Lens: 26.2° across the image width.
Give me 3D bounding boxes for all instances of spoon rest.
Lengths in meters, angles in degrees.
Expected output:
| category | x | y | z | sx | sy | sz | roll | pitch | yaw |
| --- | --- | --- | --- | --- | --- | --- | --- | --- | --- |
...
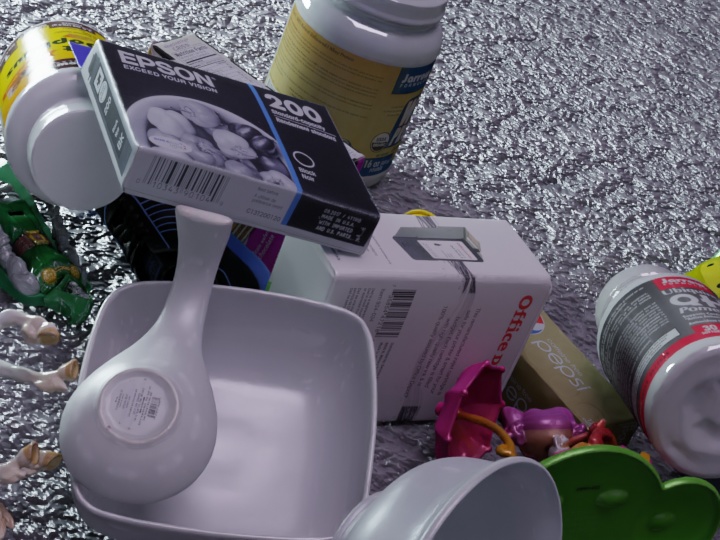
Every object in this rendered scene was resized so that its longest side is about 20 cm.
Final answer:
| category | x | y | z | sx | sy | sz | roll | pitch | yaw |
| --- | --- | --- | --- | --- | --- | --- | --- | --- | --- |
| spoon rest | -0.127 | 0.058 | 1.001 | 0.098 | 0.061 | 0.201 | 15 | 61 | 3 |

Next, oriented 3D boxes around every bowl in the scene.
| category | x | y | z | sx | sy | sz | roll | pitch | yaw |
| --- | --- | --- | --- | --- | --- | --- | --- | --- | --- |
| bowl | -0.092 | 0.108 | 1.041 | 0.198 | 0.075 | 0.201 | 8 | 50 | -6 |
| bowl | 0.036 | 0.197 | 0.959 | 0.090 | 0.203 | 0.200 | 19 | 25 | 35 |

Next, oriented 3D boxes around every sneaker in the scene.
| category | x | y | z | sx | sy | sz | roll | pitch | yaw |
| --- | --- | --- | --- | --- | --- | --- | --- | --- | --- |
| sneaker | -0.161 | -0.026 | 1.238 | 0.199 | 0.071 | 0.078 | 37 | 29 | 19 |

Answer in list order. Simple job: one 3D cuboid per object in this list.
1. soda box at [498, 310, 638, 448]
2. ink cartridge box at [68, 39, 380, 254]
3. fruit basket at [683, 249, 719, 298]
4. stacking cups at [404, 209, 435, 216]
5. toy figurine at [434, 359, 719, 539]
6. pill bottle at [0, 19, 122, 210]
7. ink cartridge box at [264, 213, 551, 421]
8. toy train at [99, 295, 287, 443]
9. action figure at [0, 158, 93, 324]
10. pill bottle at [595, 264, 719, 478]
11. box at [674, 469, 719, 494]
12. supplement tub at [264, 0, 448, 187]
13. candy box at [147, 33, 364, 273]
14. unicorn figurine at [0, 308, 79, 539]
| category | x | y | z | sx | sy | sz | roll | pitch | yaw |
| --- | --- | --- | --- | --- | --- | --- | --- | --- | --- |
| soda box | 0.138 | 0.083 | 1.283 | 0.067 | 0.064 | 0.200 | -6 | 42 | -39 |
| ink cartridge box | -0.101 | -0.104 | 1.123 | 0.197 | 0.044 | 0.201 | 14 | 30 | -32 |
| fruit basket | 0.385 | 0.026 | 1.469 | 0.215 | 0.156 | 0.216 | 34 | 24 | -17 |
| stacking cups | 0.000 | 0.000 | 1.314 | 0.060 | 0.061 | 0.199 | 38 | 34 | 21 |
| toy figurine | 0.136 | 0.138 | 1.140 | 0.198 | 0.151 | 0.184 | -2 | 31 | -22 |
| pill bottle | -0.225 | -0.119 | 1.205 | 0.108 | 0.110 | 0.200 | 10 | 20 | -21 |
| ink cartridge box | 0.028 | 0.038 | 1.198 | 0.198 | 0.146 | 0.084 | 2 | 36 | -32 |
| toy train | -0.115 | 0.078 | 1.148 | 0.200 | 0.042 | 0.056 | 39 | 25 | 22 |
| action figure | -0.266 | -0.030 | 1.196 | 0.118 | 0.055 | 0.200 | -14 | 52 | -49 |
| pill bottle | 0.248 | 0.069 | 1.209 | 0.110 | 0.112 | 0.200 | 15 | 18 | -14 |
| box | 0.405 | 0.168 | 1.279 | 0.195 | 0.125 | 0.200 | -8 | 45 | -43 |
| supplement tub | -0.008 | -0.194 | 1.458 | 0.143 | 0.201 | 0.145 | 17 | 33 | -11 |
| candy box | -0.108 | -0.088 | 1.300 | 0.199 | 0.137 | 0.061 | 36 | 33 | 20 |
| unicorn figurine | -0.253 | 0.078 | 1.002 | 0.136 | 0.074 | 0.201 | -3 | 41 | 15 |
